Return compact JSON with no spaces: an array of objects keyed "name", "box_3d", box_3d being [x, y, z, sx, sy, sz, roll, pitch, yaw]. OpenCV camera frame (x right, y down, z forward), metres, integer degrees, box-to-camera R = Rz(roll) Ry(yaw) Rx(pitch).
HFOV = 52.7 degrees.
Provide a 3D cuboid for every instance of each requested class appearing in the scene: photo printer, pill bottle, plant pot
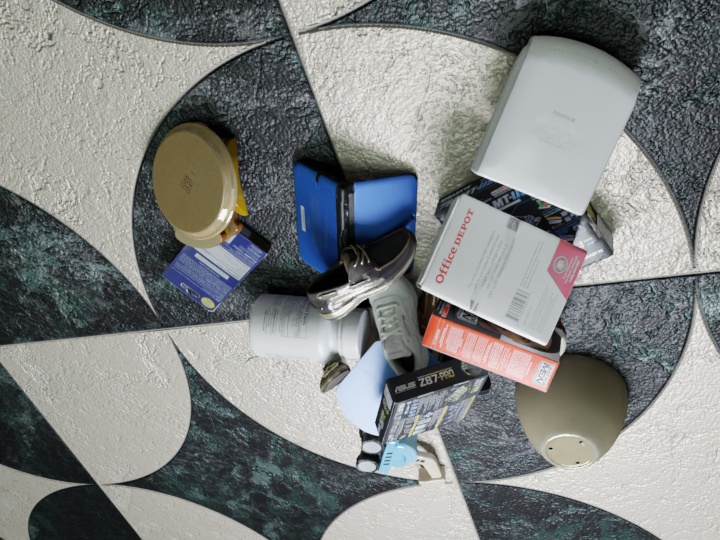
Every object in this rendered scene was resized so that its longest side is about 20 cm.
[{"name":"photo printer","box_3d":[0.257,-0.194,0.948,0.165,0.069,0.201,22,107,0]},{"name":"pill bottle","box_3d":[-0.089,0.105,1.300,0.198,0.115,0.115,4,129,14]},{"name":"plant pot","box_3d":[0.368,0.266,1.276,0.198,0.135,0.202,9,129,11]}]

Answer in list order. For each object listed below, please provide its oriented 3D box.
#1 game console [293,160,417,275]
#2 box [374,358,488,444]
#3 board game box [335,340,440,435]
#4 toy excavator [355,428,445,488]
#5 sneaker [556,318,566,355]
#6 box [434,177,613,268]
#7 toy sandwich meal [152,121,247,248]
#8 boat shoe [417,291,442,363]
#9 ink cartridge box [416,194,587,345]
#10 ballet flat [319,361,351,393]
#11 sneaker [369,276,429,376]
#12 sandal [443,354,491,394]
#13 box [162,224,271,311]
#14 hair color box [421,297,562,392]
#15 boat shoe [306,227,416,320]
[{"name":"game console","box_3d":[-0.010,-0.084,1.188,0.170,0.118,0.201,32,138,33]},{"name":"box","box_3d":[0.111,0.214,1.189,0.160,0.049,0.201,-13,150,-11]},{"name":"board game box","box_3d":[0.054,0.202,1.297,0.157,0.039,0.200,34,110,-13]},{"name":"toy excavator","box_3d":[0.091,0.370,1.480,0.198,0.100,0.196,9,132,-2]},{"name":"sneaker","box_3d":[0.243,0.094,1.210,0.198,0.085,0.076,12,118,14]},{"name":"box","box_3d":[0.247,-0.066,1.103,0.199,0.050,0.199,-27,115,34]},{"name":"toy sandwich meal","box_3d":[-0.255,-0.137,1.177,0.204,0.070,0.207,8,105,32]},{"name":"boat shoe","box_3d":[0.114,0.081,1.246,0.067,0.072,0.201,8,129,12]},{"name":"ink cartridge box","box_3d":[0.198,-0.003,1.042,0.199,0.083,0.148,25,91,-2]},{"name":"ballet flat","box_3d":[-0.052,0.190,1.341,0.067,0.200,0.047,-35,83,-4]},{"name":"sneaker","box_3d":[0.063,0.089,1.181,0.074,0.100,0.202,-19,99,16]},{"name":"sandal","box_3d":[0.141,0.186,1.326,0.199,0.075,0.048,15,130,17]},{"name":"box","box_3d":[-0.262,-0.017,1.307,0.121,0.033,0.200,38,126,-14]},{"name":"hair color box","box_3d":[0.204,0.103,1.119,0.198,0.102,0.062,20,120,8]},{"name":"boat shoe","box_3d":[0.000,0.000,1.136,0.200,0.075,0.073,-40,132,8]}]
